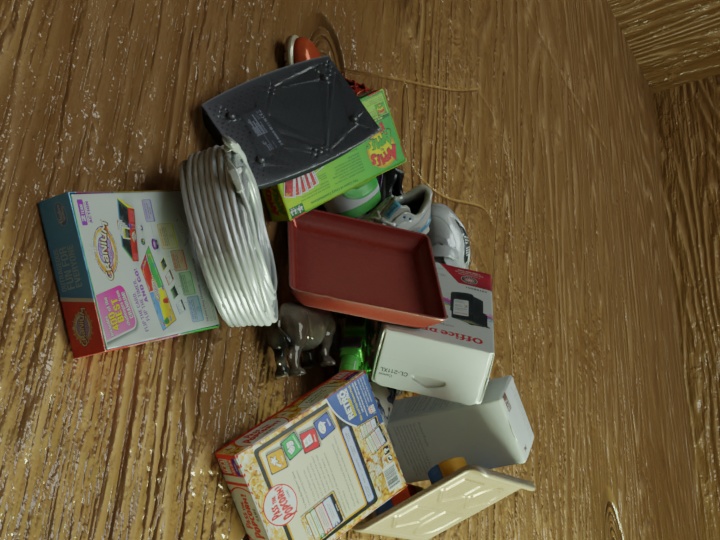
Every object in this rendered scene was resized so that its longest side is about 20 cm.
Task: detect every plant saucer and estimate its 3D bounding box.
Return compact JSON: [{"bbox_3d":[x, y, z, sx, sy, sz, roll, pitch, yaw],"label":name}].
[{"bbox_3d":[0.000,0.000,1.460,0.201,0.197,0.037,-97,-158,-56],"label":"plant saucer"}]

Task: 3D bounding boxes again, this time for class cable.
[{"bbox_3d":[-0.138,-0.035,1.256,0.200,0.068,0.202,74,3,-89],"label":"cable"}]

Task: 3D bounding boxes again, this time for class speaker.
[{"bbox_3d":[-0.044,-0.171,1.572,0.202,0.088,0.089,65,28,-21],"label":"speaker"}]

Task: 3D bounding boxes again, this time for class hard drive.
[{"bbox_3d":[-0.086,-0.176,1.407,0.199,0.042,0.135,-28,77,-33],"label":"hard drive"}]

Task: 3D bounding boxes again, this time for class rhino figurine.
[{"bbox_3d":[-0.059,0.077,1.440,0.200,0.059,0.089,-9,89,-69],"label":"rhino figurine"}]

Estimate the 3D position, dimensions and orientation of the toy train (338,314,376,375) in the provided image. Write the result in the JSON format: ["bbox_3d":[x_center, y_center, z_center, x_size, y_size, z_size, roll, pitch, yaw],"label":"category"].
[{"bbox_3d":[-0.010,0.119,1.452,0.201,0.041,0.057,-80,165,-50],"label":"toy train"}]

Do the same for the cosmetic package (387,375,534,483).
[{"bbox_3d":[0.126,0.218,1.580,0.103,0.198,0.074,68,27,-15],"label":"cosmetic package"}]

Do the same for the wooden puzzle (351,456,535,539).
[{"bbox_3d":[0.106,0.294,1.508,0.185,0.199,0.047,28,38,-56],"label":"wooden puzzle"}]

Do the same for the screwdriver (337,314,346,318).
[{"bbox_3d":[0.009,-0.013,1.611,0.028,0.029,0.201,61,42,-38],"label":"screwdriver"}]

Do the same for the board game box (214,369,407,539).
[{"bbox_3d":[-0.051,0.224,1.303,0.199,0.046,0.153,-29,105,-37],"label":"board game box"}]

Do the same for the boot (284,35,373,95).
[{"bbox_3d":[-0.029,-0.250,1.621,0.201,0.106,0.075,58,32,-28],"label":"boot"}]

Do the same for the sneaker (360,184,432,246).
[{"bbox_3d":[0.026,-0.058,1.579,0.075,0.087,0.200,41,57,16],"label":"sneaker"}]

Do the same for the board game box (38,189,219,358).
[{"bbox_3d":[-0.226,-0.003,1.164,0.200,0.040,0.155,-8,84,-64],"label":"board game box"}]

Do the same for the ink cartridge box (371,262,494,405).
[{"bbox_3d":[0.097,0.073,1.513,0.201,0.144,0.084,-82,-175,-61],"label":"ink cartridge box"}]

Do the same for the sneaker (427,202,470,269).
[{"bbox_3d":[0.115,0.002,1.675,0.115,0.074,0.203,-9,91,-71],"label":"sneaker"}]

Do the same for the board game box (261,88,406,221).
[{"bbox_3d":[-0.041,-0.150,1.492,0.199,0.047,0.103,-29,107,-30],"label":"board game box"}]

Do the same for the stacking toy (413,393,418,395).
[{"bbox_3d":[0.095,0.130,1.698,0.200,0.109,0.116,50,19,-23],"label":"stacking toy"}]

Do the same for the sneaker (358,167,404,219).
[{"bbox_3d":[0.048,-0.055,1.693,0.076,0.087,0.202,-34,108,-63],"label":"sneaker"}]

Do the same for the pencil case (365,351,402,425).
[{"bbox_3d":[0.001,0.192,1.468,0.201,0.088,0.078,-73,169,-49],"label":"pencil case"}]
